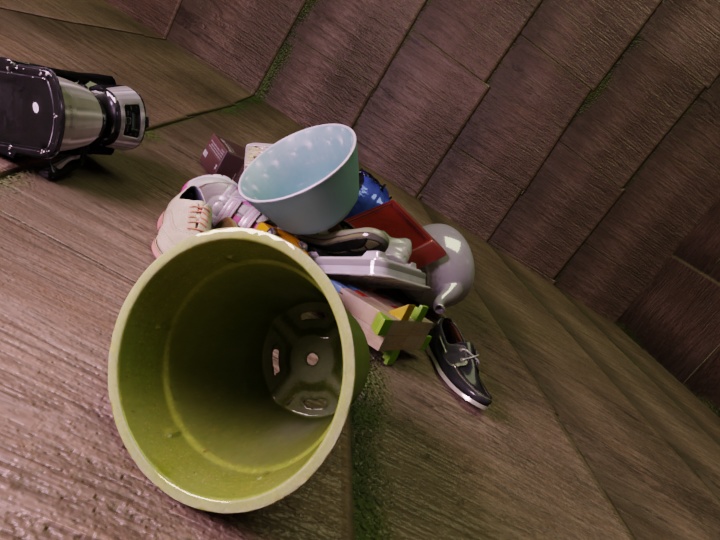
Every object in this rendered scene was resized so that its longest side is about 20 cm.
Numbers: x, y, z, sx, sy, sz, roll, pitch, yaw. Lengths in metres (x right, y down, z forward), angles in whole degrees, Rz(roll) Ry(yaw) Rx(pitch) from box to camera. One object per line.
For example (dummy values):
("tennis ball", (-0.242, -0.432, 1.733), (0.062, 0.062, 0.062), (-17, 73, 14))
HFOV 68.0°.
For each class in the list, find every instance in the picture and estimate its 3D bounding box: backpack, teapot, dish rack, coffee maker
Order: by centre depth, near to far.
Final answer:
("coffee maker", (-0.425, -0.227, 0.729), (0.191, 0.135, 0.200), (33, 15, -1))
("dish rack", (0.000, 0.000, 0.870), (0.199, 0.044, 0.171), (0, -8, 36))
("teapot", (0.137, -0.006, 1.156), (0.145, 0.199, 0.200), (-12, -3, -28))
("backpack", (0.011, -0.139, 1.283), (0.167, 0.163, 0.200), (34, 14, -10))

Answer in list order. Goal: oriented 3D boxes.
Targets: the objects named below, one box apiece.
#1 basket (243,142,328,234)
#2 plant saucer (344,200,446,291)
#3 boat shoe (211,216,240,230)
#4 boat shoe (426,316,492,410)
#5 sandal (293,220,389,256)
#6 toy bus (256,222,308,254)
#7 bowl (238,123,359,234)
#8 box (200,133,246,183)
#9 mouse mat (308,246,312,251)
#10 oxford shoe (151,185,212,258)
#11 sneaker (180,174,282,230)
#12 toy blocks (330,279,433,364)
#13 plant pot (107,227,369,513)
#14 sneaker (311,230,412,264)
("basket", (-0.124, -0.148, 0.998), (0.198, 0.136, 0.124), (6, 28, -7))
("plant saucer", (0.040, -0.063, 1.088), (0.200, 0.199, 0.037), (52, -20, 40))
("boat shoe", (-0.163, -0.003, 0.721), (0.065, 0.073, 0.200), (35, 15, -38))
("boat shoe", (0.168, 0.153, 0.905), (0.072, 0.068, 0.200), (27, 18, -28))
("sandal", (-0.027, -0.059, 0.877), (0.200, 0.058, 0.080), (1, -19, 43))
("toy bus", (-0.113, -0.001, 0.779), (0.065, 0.079, 0.200), (24, 18, -33))
("bowl", (-0.081, -0.133, 0.849), (0.201, 0.200, 0.105), (53, -7, 51))
("box", (-0.241, -0.217, 1.182), (0.199, 0.075, 0.100), (16, 23, -43))
("mouse mat", (-0.107, -0.062, 1.109), (0.199, 0.008, 0.161), (17, 23, -49))
("oxford shoe", (-0.232, -0.056, 0.714), (0.071, 0.074, 0.200), (22, 19, -35))
("sneaker", (-0.195, -0.089, 0.874), (0.199, 0.082, 0.088), (22, 18, -34))
("toy blocks", (0.022, 0.069, 0.842), (0.136, 0.100, 0.200), (30, 9, 30))
("plant pot", (-0.073, 0.081, 0.470), (0.200, 0.200, 0.190), (38, 3, 18))
("sneaker", (0.006, -0.036, 0.999), (0.199, 0.078, 0.100), (11, 40, 22))
